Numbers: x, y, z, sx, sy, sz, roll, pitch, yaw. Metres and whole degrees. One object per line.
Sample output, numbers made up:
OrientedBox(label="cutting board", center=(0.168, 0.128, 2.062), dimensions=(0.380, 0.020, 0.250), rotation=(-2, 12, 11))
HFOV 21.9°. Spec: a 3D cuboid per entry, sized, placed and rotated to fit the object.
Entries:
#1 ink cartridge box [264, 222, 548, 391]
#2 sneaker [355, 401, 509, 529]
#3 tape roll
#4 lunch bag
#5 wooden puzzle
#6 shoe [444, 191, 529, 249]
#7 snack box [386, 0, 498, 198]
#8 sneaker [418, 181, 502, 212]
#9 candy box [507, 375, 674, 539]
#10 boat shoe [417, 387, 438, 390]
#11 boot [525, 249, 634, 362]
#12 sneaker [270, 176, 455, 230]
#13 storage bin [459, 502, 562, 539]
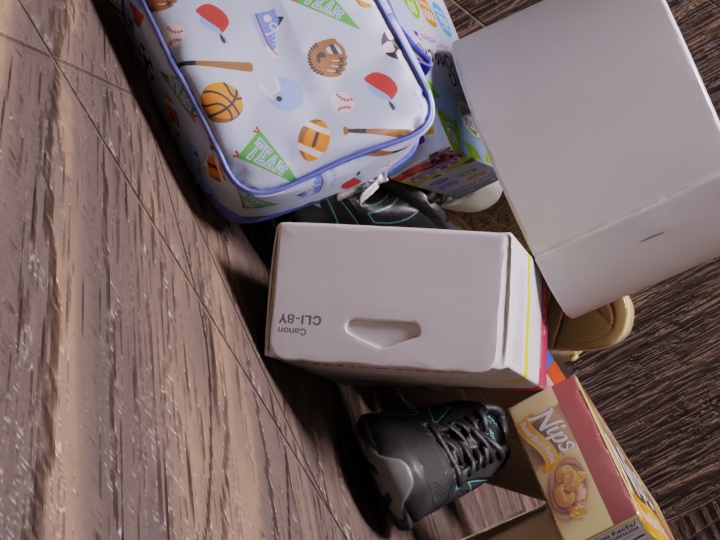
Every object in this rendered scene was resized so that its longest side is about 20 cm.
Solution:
OrientedBox(label="ink cartridge box", center=(0.036, 0.026, 1.151), dimensions=(0.200, 0.144, 0.084), rotation=(31, 62, -76))
OrientedBox(label="sneaker", center=(0.049, 0.112, 1.197), dimensions=(0.200, 0.079, 0.076), rotation=(-12, 78, -81))
OrientedBox(label="tape roll", center=(0.162, -0.086, 1.219), dimensions=(0.203, 0.139, 0.204), rotation=(-24, 90, -81))
OrientedBox(label="lunch bag", center=(-0.047, -0.131, 1.142), dimensions=(0.201, 0.160, 0.076), rotation=(63, -18, 11))
OrientedBox(label="wooden puzzle", center=(0.100, 0.093, 1.415), dimensions=(0.185, 0.046, 0.200), rotation=(12, -37, 43))
OrientedBox(label="shoe", center=(0.097, -0.061, 1.506), dimensions=(0.199, 0.070, 0.053), rotation=(26, 29, 4))
OrientedBox(label="snack box", center=(0.027, -0.154, 1.253), dimensions=(0.142, 0.053, 0.201), rotation=(7, 60, -68))
OrientedBox(label="sneaker", center=(0.048, -0.073, 1.386), dimensions=(0.200, 0.075, 0.081), rotation=(24, 35, -53))
OrientedBox(label="candy box", center=(0.172, 0.171, 1.251), dimensions=(0.200, 0.055, 0.116), rotation=(52, 12, -49))
OrientedBox(label="boat shoe", center=(-0.001, 0.000, 1.320), dimensions=(0.072, 0.067, 0.200), rotation=(-41, 99, -38))
OrientedBox(label="boot", center=(0.150, 0.035, 1.446), dimensions=(0.155, 0.199, 0.073), rotation=(21, 78, -51))
OrientedBox(label="sneaker", center=(-0.017, -0.045, 1.242), dimensions=(0.200, 0.079, 0.075), rotation=(36, -11, -31))
OrientedBox(label="storage bin", center=(0.147, 0.265, 1.317), dimensions=(0.201, 0.093, 0.199), rotation=(62, 7, 9))
